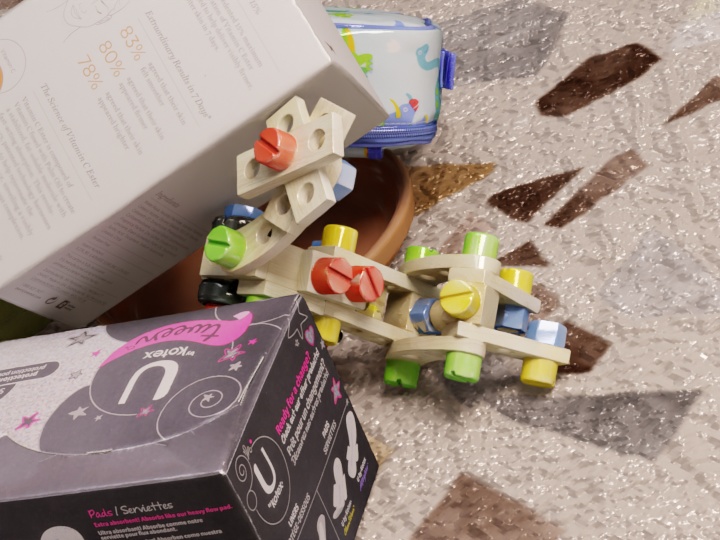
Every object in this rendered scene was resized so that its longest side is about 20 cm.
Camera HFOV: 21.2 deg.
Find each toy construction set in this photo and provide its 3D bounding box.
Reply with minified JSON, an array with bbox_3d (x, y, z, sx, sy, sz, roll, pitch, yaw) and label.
[{"bbox_3d":[0.000,0.000,0.930,0.131,0.200,0.092,0,60,45],"label":"toy construction set"}]

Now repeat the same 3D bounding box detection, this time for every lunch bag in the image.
[{"bbox_3d":[-0.027,-0.112,1.106,0.160,0.083,0.200,0,10,0],"label":"lunch bag"}]

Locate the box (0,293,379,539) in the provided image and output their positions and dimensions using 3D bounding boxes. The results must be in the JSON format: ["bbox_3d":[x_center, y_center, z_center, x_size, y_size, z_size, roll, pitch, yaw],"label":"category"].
[{"bbox_3d":[-0.112,0.102,0.903,0.199,0.115,0.132,-8,34,22],"label":"box"}]

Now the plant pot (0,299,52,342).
[{"bbox_3d":[-0.223,-0.028,1.098,0.199,0.188,0.187,-24,31,2],"label":"plant pot"}]

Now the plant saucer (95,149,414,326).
[{"bbox_3d":[-0.060,-0.008,1.117,0.199,0.038,0.200,-16,31,10],"label":"plant saucer"}]

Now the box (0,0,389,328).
[{"bbox_3d":[-0.108,-0.082,0.956,0.200,0.097,0.125,-33,70,9],"label":"box"}]
